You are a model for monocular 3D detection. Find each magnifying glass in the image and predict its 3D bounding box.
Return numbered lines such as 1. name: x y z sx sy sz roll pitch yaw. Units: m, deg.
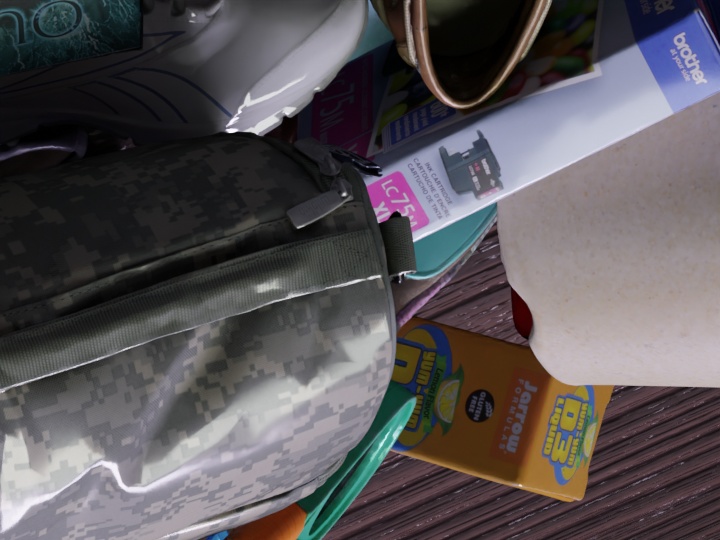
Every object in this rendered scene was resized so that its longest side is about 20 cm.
1. magnifying glass: -0.023 0.093 1.137 0.080 0.022 0.200 -58 170 21

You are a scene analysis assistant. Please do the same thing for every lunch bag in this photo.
1. lunch bag: -0.092 0.032 0.985 0.199 0.140 0.168 -17 175 -21

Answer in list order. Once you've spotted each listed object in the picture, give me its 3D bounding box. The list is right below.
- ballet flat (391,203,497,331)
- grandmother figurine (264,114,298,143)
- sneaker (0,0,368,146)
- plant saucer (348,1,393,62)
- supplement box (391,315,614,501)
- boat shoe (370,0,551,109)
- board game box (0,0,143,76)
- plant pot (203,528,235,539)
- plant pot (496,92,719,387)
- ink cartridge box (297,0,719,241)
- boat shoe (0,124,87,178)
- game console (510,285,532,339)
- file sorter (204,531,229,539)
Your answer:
1. ballet flat: 0.000 0.000 1.214 0.200 0.069 0.071 -57 -172 -6
2. grandmother figurine: -0.036 -0.044 1.243 0.121 0.061 0.200 -47 157 7
3. sneaker: -0.094 -0.089 1.035 0.199 0.075 0.087 -8 149 -8
4. plant saucer: 0.057 -0.132 1.145 0.199 0.036 0.200 -18 158 -8
5. supplement box: 0.016 0.052 1.361 0.199 0.067 0.069 14 177 30
6. boat shoe: 0.049 -0.141 0.999 0.075 0.074 0.200 -4 137 -11
7. board game box: -0.168 -0.111 0.923 0.199 0.028 0.136 -13 134 -18
8. plant pot: -0.188 0.147 1.397 0.200 0.201 0.173 -31 148 24
9. plant pot: 0.158 -0.029 1.145 0.183 0.201 0.200 -8 164 21
10. ink cartridge box: 0.069 -0.077 1.093 0.199 0.119 0.042 -24 115 11
11. boat shoe: -0.184 -0.026 1.139 0.200 0.061 0.074 -32 158 26
12. game console: 0.177 -0.049 1.358 0.119 0.173 0.200 34 127 -32
13. file sorter: -0.130 0.067 1.202 0.138 0.123 0.200 -23 -164 3
